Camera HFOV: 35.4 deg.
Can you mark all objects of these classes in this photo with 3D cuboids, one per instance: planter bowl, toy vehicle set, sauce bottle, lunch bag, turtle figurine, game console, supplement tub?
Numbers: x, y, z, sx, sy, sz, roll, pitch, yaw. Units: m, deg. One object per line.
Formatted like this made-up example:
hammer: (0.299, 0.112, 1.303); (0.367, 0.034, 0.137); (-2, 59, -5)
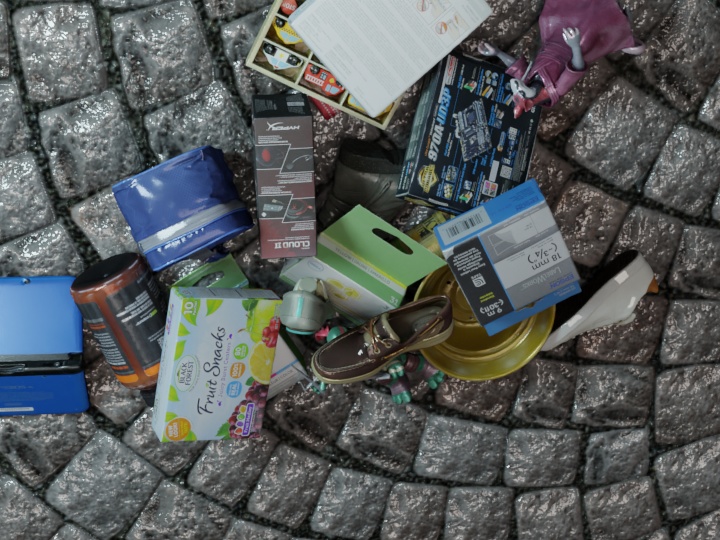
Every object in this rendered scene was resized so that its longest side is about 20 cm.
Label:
planter bowl: (0.162, 0.046, 1.563); (0.200, 0.083, 0.201); (-3, 111, -7)
toy vehicle set: (-0.029, -0.275, 1.429); (0.200, 0.027, 0.124); (23, 108, -17)
sauce bottle: (0.120, -0.053, 1.534); (0.200, 0.065, 0.065); (-34, 111, 3)
lunch bag: (-0.214, -0.069, 1.416); (0.136, 0.200, 0.132); (-23, 93, 3)
turtle figurine: (0.012, 0.124, 1.540); (0.200, 0.150, 0.101); (23, 66, -38)
game console: (-0.473, 0.106, 1.535); (0.200, 0.118, 0.171); (-1, 141, -7)
supplement tub: (-0.297, 0.084, 1.503); (0.107, 0.107, 0.200); (-23, 111, 1)

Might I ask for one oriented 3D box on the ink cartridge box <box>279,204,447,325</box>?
ink cartridge box: (0.000, 0.000, 1.478); (0.145, 0.200, 0.048); (32, 62, -17)

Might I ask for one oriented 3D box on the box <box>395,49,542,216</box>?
box: (0.144, -0.169, 1.455); (0.159, 0.046, 0.200); (15, 84, -20)

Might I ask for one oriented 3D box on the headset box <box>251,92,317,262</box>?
headset box: (-0.097, -0.113, 1.435); (0.075, 0.149, 0.200); (-3, 111, -5)

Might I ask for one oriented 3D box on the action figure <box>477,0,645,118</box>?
action figure: (0.249, -0.268, 1.437); (0.149, 0.134, 0.200); (44, 73, -43)

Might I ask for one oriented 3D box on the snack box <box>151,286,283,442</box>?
snack box: (-0.188, 0.123, 1.476); (0.142, 0.053, 0.200); (2, 108, -27)

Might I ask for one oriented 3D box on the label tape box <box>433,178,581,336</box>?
label tape box: (0.200, 0.002, 1.450); (0.144, 0.063, 0.200); (-27, 123, 6)

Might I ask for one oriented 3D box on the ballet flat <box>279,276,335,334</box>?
ballet flat: (-0.065, 0.039, 1.459); (0.067, 0.200, 0.064); (6, 95, 1)

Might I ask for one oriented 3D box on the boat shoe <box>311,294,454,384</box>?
boat shoe: (0.029, 0.082, 1.455); (0.200, 0.072, 0.072); (-19, 149, -10)

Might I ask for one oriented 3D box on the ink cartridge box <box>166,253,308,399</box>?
ink cartridge box: (-0.168, 0.085, 1.545); (0.104, 0.059, 0.200); (-31, 111, 4)

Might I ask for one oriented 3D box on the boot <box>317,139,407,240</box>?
boot: (0.048, -0.097, 1.517); (0.200, 0.068, 0.131); (9, 121, -12)

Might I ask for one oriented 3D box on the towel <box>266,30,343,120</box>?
towel: (-0.001, -0.304, 1.447); (0.200, 0.022, 0.145); (-34, 113, 7)

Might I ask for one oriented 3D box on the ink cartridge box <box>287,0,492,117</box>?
ink cartridge box: (0.036, -0.312, 1.385); (0.200, 0.047, 0.160); (-41, 112, 7)

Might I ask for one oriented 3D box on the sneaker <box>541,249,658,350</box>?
sneaker: (0.337, 0.064, 1.599); (0.200, 0.073, 0.085); (-38, 108, 5)
